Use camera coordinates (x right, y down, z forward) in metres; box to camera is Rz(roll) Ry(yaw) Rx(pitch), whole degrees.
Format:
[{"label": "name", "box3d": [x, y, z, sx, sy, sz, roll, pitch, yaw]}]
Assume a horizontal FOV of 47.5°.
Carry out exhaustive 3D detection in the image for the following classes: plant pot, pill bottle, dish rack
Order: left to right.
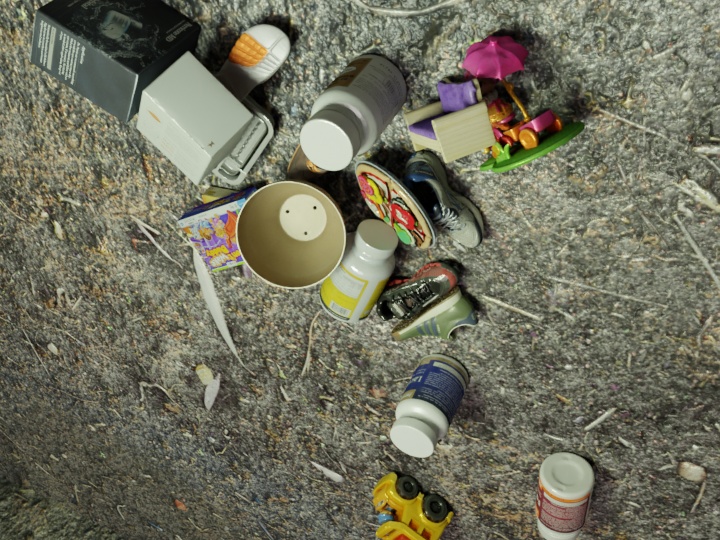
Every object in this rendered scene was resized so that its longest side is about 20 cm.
[{"label": "dish rack", "box3d": [-0.253, -0.270, 1.529, 0.172, 0.044, 0.200, 39, 137, -6]}, {"label": "plant pot", "box3d": [-0.119, -0.082, 1.522, 0.199, 0.135, 0.201, 2, 108, 5]}, {"label": "pill bottle", "box3d": [-0.013, -0.248, 1.291, 0.114, 0.200, 0.115, 16, 134, 17]}, {"label": "pill bottle", "box3d": [0.000, 0.000, 1.562, 0.112, 0.112, 0.200, 30, 133, 3]}, {"label": "pill bottle", "box3d": [0.140, 0.278, 1.681, 0.115, 0.200, 0.116, 16, 135, 17]}, {"label": "pill bottle", "box3d": [0.438, 0.497, 1.770, 0.114, 0.114, 0.200, 13, 134, 20]}]

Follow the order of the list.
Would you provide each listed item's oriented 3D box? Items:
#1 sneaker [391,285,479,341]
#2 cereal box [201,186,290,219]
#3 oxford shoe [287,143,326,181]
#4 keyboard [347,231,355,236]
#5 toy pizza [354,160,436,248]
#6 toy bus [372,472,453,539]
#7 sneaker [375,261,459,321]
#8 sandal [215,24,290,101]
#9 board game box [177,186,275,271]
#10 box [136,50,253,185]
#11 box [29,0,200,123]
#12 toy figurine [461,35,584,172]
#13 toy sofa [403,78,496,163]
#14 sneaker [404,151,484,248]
[{"label": "sneaker", "box3d": [0.151, 0.112, 1.619, 0.090, 0.067, 0.200, 47, 133, -7]}, {"label": "cereal box", "box3d": [-0.219, -0.091, 1.674, 0.199, 0.040, 0.144, 12, 134, 21]}, {"label": "oxford shoe", "box3d": [-0.078, -0.204, 1.463, 0.071, 0.073, 0.200, 43, 137, -12]}, {"label": "keyboard", "box3d": [-0.080, -0.037, 1.630, 0.199, 0.011, 0.056, -12, 127, 21]}, {"label": "toy pizza", "box3d": [0.054, -0.109, 1.431, 0.200, 0.032, 0.200, 44, 167, 12]}, {"label": "toy bus", "box3d": [0.104, 0.637, 2.041, 0.200, 0.192, 0.136, 36, 139, -1]}, {"label": "sneaker", "box3d": [0.105, 0.047, 1.568, 0.200, 0.098, 0.071, -24, 112, 41]}, {"label": "sandal", "box3d": [-0.191, -0.351, 1.403, 0.206, 0.059, 0.079, -35, 101, 36]}, {"label": "board game box", "box3d": [-0.255, -0.080, 1.643, 0.200, 0.045, 0.135, -14, 120, 37]}, {"label": "box", "box3d": [-0.287, -0.254, 1.400, 0.152, 0.106, 0.200, 45, 162, -8]}, {"label": "box", "box3d": [-0.418, -0.389, 1.404, 0.200, 0.197, 0.118, 33, 136, -1]}, {"label": "toy figurine", "box3d": [0.213, -0.259, 1.231, 0.184, 0.150, 0.200, 61, 156, -10]}, {"label": "toy sofa", "box3d": [0.125, -0.228, 1.226, 0.083, 0.200, 0.098, -21, 106, -4]}, {"label": "sneaker", "box3d": [0.137, -0.105, 1.412, 0.077, 0.085, 0.200, -29, 111, 36]}]
